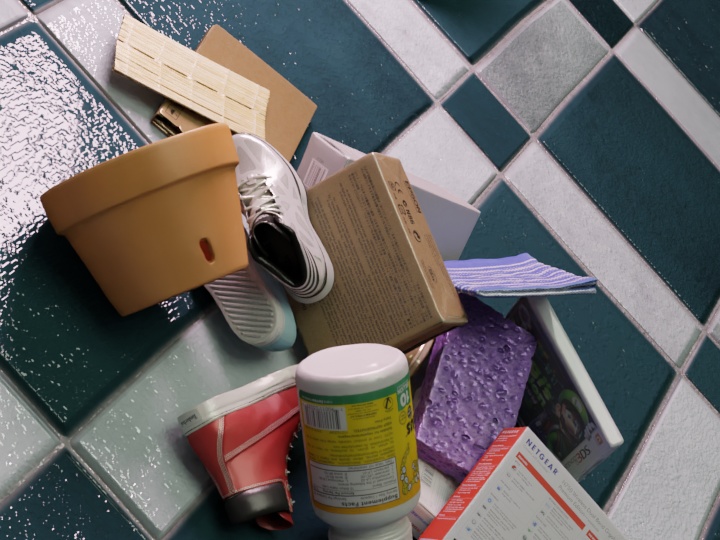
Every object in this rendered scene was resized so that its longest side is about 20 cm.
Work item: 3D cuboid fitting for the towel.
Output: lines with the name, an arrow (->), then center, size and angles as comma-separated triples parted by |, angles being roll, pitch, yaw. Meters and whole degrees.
towel -> 0.158, 0.005, 1.731 | 0.144, 0.200, 0.024 | -3, 98, -16

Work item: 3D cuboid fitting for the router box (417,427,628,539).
router box -> 0.172, 0.295, 1.611 | 0.200, 0.049, 0.180 | 48, 64, -13

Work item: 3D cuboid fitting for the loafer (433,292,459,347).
loafer -> 0.116, 0.076, 1.799 | 0.070, 0.070, 0.200 | 35, 17, -36

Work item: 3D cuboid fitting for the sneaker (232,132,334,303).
sneaker -> -0.092, -0.066, 1.619 | 0.201, 0.075, 0.115 | 61, 3, 13

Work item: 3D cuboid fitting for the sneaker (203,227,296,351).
sneaker -> -0.129, 0.007, 1.669 | 0.201, 0.074, 0.082 | 65, 11, 26

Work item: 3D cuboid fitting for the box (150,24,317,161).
box -> -0.143, -0.183, 1.833 | 0.163, 0.021, 0.201 | 38, 39, -13

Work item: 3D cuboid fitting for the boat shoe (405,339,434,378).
boat shoe -> 0.044, 0.050, 1.786 | 0.069, 0.074, 0.201 | 32, 31, -15

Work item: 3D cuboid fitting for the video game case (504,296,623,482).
video game case -> 0.213, 0.140, 1.791 | 0.023, 0.182, 0.201 | -19, 71, -22

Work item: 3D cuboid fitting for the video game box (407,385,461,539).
video game box -> 0.118, 0.238, 1.698 | 0.182, 0.047, 0.201 | 41, 34, -15

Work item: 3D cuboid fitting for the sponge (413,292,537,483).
sponge -> 0.121, 0.129, 1.684 | 0.111, 0.030, 0.201 | 32, 53, -17

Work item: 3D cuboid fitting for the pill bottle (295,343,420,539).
pill bottle -> 0.001, 0.183, 1.538 | 0.112, 0.112, 0.202 | -24, 112, -51

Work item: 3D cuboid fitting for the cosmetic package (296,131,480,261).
cosmetic package -> 0.028, -0.079, 1.833 | 0.199, 0.091, 0.107 | 17, 12, -32

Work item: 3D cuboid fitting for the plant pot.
plant pot -> -0.198, -0.043, 1.545 | 0.199, 0.199, 0.141 | -22, 91, -50

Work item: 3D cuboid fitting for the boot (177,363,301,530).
boot -> -0.080, 0.178, 1.565 | 0.199, 0.072, 0.145 | -22, 82, -50

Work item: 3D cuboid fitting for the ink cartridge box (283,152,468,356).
ink cartridge box -> 0.000, 0.000, 1.682 | 0.075, 0.164, 0.201 | 2, 63, -63

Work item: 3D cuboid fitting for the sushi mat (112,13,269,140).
sushi mat -> -0.191, -0.216, 1.787 | 0.199, 0.012, 0.096 | 26, 45, -22
